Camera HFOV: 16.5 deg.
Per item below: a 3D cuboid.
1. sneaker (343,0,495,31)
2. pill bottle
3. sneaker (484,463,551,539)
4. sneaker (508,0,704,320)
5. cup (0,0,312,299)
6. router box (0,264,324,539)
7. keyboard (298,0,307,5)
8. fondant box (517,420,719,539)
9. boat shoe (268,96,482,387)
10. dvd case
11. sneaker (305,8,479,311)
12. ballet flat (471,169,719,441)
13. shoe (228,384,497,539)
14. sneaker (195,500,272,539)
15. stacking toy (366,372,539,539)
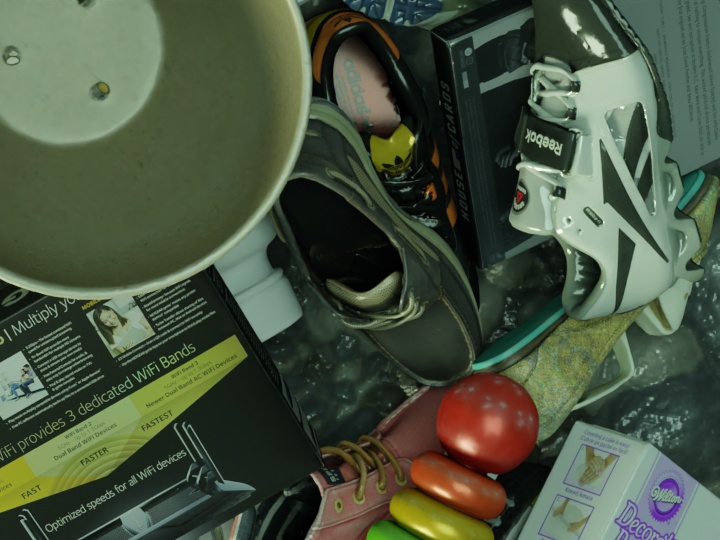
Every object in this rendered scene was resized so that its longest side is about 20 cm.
[{"bbox_3d":[0.036,-0.166,1.370,0.200,0.085,0.077,33,99,-18],"label":"sneaker"},{"bbox_3d":[-0.110,-0.048,1.339,0.111,0.111,0.200,-27,96,-6],"label":"pill bottle"},{"bbox_3d":[0.064,0.203,1.396,0.081,0.074,0.200,31,84,-31],"label":"sneaker"},{"bbox_3d":[0.113,-0.061,1.288,0.088,0.074,0.200,-27,114,-16],"label":"sneaker"},{"bbox_3d":[-0.134,-0.099,1.197,0.200,0.143,0.201,-3,103,-12],"label":"cup"},{"bbox_3d":[-0.143,0.079,1.281,0.200,0.052,0.158,-29,110,2],"label":"router box"},{"bbox_3d":[0.009,-0.198,1.309,0.200,0.011,0.056,-32,99,3],"label":"keyboard"},{"bbox_3d":[0.134,0.205,1.365,0.144,0.058,0.200,37,74,-41],"label":"fondant box"},{"bbox_3d":[0.000,0.000,1.317,0.074,0.073,0.200,-27,123,20],"label":"boat shoe"},{"bbox_3d":[0.137,-0.102,1.359,0.200,0.025,0.151,-25,128,-19],"label":"dvd case"},{"bbox_3d":[0.015,-0.049,1.367,0.070,0.090,0.201,-21,95,-7],"label":"sneaker"},{"bbox_3d":[0.142,0.023,1.384,0.200,0.071,0.071,-41,98,-28],"label":"ballet flat"},{"bbox_3d":[0.004,0.119,1.355,0.200,0.071,0.091,-53,138,-12],"label":"shoe"},{"bbox_3d":[-0.093,0.153,1.372,0.081,0.074,0.200,26,90,-12],"label":"sneaker"},{"bbox_3d":[0.036,0.148,1.305,0.085,0.085,0.200,27,89,-8],"label":"stacking toy"}]
